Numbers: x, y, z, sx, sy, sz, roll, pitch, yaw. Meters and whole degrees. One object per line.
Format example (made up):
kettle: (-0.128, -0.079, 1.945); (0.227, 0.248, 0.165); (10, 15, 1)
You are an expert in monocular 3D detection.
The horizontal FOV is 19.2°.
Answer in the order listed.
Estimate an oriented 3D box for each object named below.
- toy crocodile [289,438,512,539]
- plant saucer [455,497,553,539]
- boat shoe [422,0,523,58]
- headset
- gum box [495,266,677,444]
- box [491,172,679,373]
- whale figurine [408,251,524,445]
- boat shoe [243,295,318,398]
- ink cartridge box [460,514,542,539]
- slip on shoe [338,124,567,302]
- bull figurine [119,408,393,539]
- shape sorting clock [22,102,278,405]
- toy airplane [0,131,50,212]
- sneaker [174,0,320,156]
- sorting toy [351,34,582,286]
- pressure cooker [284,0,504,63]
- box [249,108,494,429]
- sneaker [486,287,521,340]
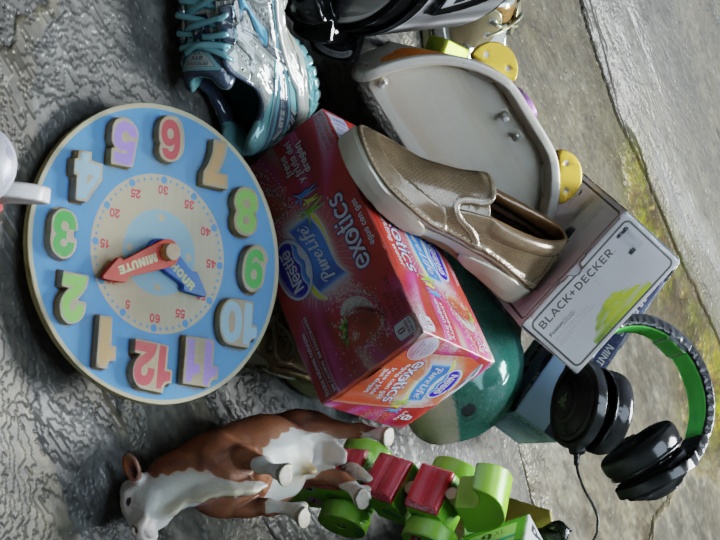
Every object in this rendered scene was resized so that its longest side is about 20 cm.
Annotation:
toy crocodile: (0.021, 0.155, 1.517); (0.062, 0.199, 0.068); (53, 54, -45)
plant saucer: (0.098, 0.279, 1.675); (0.048, 0.200, 0.201); (-1, 91, -15)
boat shoe: (0.093, -0.211, 1.731); (0.075, 0.068, 0.201); (-35, 118, -49)
headset: (0.183, 0.126, 1.579); (0.123, 0.094, 0.200); (41, 59, -12)
gum box: (0.173, 0.058, 1.713); (0.170, 0.044, 0.200); (-54, -179, -6)
box: (0.156, -0.010, 1.619); (0.060, 0.200, 0.117); (41, 94, -17)
whale figurine: (0.068, 0.033, 1.623); (0.159, 0.103, 0.201); (-112, -170, -64)
boat shoe: (-0.050, 0.044, 1.533); (0.200, 0.062, 0.074); (25, 71, -51)
ink cartridge box: (0.110, 0.243, 1.475); (0.104, 0.059, 0.200); (61, 20, -19)
slip on shoe: (0.067, -0.049, 1.493); (0.200, 0.061, 0.076); (38, 25, -31)
bull figurine: (-0.070, 0.138, 1.448); (0.200, 0.121, 0.066); (-21, 114, -50)
shape sorting clock: (-0.134, -0.012, 1.406); (0.199, 0.039, 0.201); (3, 86, -39)
toy airplane: (-0.241, -0.054, 1.197); (0.199, 0.140, 0.201); (-54, 131, -40)
sneaker: (-0.090, -0.169, 1.467); (0.086, 0.077, 0.201); (-50, 128, -38)
sorting toy: (0.073, -0.112, 1.629); (0.107, 0.180, 0.201); (-34, 110, -2)
pressure cooker: (0.015, -0.254, 1.535); (0.200, 0.178, 0.177); (-13, 75, -53)
box: (0.000, 0.000, 1.499); (0.100, 0.095, 0.201); (23, 36, -52)
sneaker: (0.127, -0.011, 1.756); (0.081, 0.088, 0.201); (-7, 101, -54)
